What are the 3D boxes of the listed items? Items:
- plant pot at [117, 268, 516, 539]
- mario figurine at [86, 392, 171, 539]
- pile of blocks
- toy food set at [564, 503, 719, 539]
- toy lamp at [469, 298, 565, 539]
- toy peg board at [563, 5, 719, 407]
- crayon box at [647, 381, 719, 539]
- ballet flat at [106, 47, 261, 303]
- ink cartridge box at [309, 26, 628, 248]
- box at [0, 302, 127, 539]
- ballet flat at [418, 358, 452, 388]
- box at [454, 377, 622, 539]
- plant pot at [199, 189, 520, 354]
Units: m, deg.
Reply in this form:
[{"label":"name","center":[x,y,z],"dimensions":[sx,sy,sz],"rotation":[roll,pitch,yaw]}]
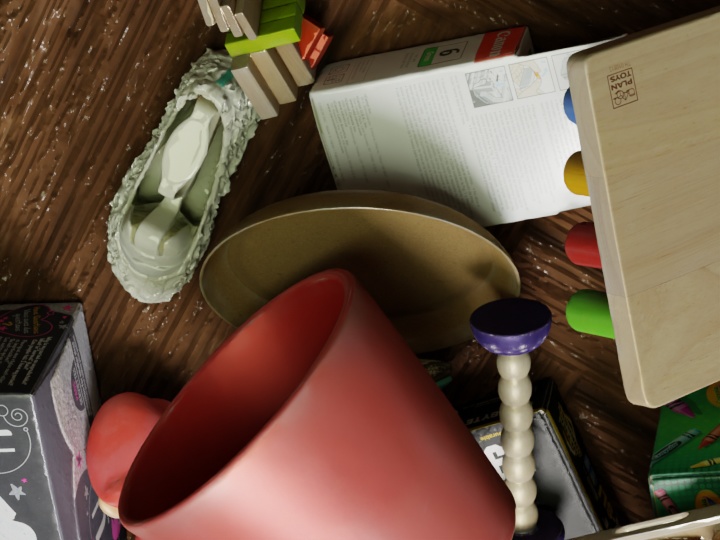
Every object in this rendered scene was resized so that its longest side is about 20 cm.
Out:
[{"label":"plant pot","center":[-0.016,0.130,1.279],"dimensions":[0.200,0.201,0.177],"rotation":[-38,109,27]},{"label":"mario figurine","center":[-0.116,0.158,1.474],"dimensions":[0.106,0.123,0.200],"rotation":[9,138,53]},{"label":"pile of blocks","center":[-0.061,-0.190,1.261],"dimensions":[0.062,0.082,0.201],"rotation":[-12,113,19]},{"label":"toy food set","center":[0.209,0.233,1.294],"dimensions":[0.143,0.060,0.201],"rotation":[-16,112,22]},{"label":"toy lamp","center":[0.098,0.118,1.347],"dimensions":[0.058,0.058,0.201],"rotation":[0,115,14]},{"label":"toy peg board","center":[0.194,-0.052,1.229],"dimensions":[0.098,0.199,0.200],"rotation":[10,116,58]},{"label":"crayon box","center":[0.232,0.182,1.365],"dimensions":[0.058,0.119,0.201],"rotation":[-6,116,17]},{"label":"ballet flat","center":[-0.121,-0.053,1.359],"dimensions":[0.072,0.072,0.200],"rotation":[25,121,0]},{"label":"ink cartridge box","center":[0.079,-0.086,1.301],"dimensions":[0.199,0.050,0.109],"rotation":[-10,115,17]},{"label":"box","center":[-0.237,0.137,1.449],"dimensions":[0.114,0.132,0.201],"rotation":[-1,117,10]},{"label":"ballet flat","center":[-0.036,0.103,1.394],"dimensions":[0.200,0.068,0.075],"rotation":[-40,83,-1]},{"label":"box","center":[0.068,0.174,1.442],"dimensions":[0.199,0.049,0.160],"rotation":[-18,110,22]},{"label":"plant pot","center":[0.000,0.000,1.328],"dimensions":[0.199,0.028,0.200],"rotation":[1,151,1]}]
